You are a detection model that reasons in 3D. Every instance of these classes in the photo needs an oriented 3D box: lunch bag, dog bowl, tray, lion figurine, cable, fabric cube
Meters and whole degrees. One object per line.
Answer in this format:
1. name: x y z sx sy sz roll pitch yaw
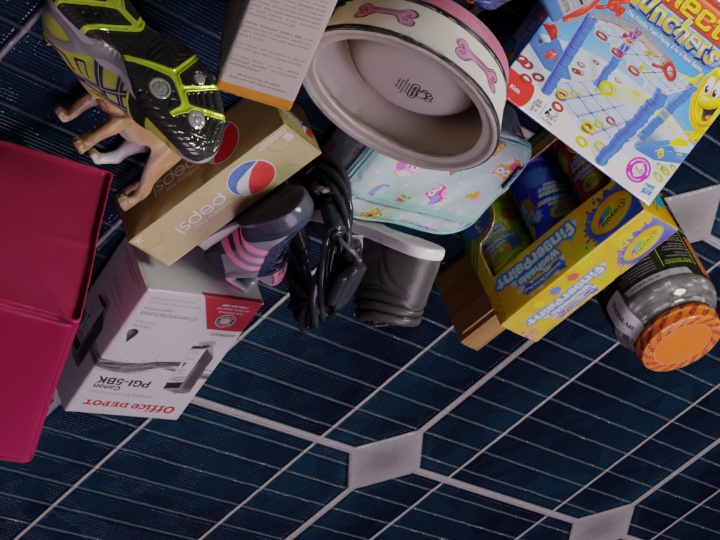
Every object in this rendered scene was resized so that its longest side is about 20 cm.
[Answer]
1. lunch bag: 0.066 -0.110 1.832 0.199 0.077 0.160 12 131 -38
2. dog bowl: 0.046 -0.180 1.640 0.199 0.074 0.200 21 154 11
3. tray: 0.176 -0.011 2.000 0.200 0.099 0.037 -40 140 22
4. lion figurine: -0.202 -0.137 1.674 0.122 0.073 0.200 -31 158 -2
5. cable: -0.052 -0.030 1.800 0.051 0.164 0.200 -12 154 -22
6. fabric cube: -0.349 0.019 1.624 0.195 0.200 0.200 17 133 -11

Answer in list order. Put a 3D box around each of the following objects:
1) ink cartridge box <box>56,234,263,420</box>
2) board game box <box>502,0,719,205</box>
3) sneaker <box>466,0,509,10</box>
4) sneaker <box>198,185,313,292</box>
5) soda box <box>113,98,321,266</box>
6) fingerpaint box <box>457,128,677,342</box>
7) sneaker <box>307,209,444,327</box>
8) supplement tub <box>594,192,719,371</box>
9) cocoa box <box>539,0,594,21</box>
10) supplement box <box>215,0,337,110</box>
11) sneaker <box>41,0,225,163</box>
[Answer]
1. ink cartridge box: -0.216 0.062 1.894 0.146 0.083 0.200 8 134 -37
2. board game box: 0.252 -0.199 1.714 0.200 0.056 0.196 34 98 -17
3. sneaker: 0.103 -0.270 1.656 0.199 0.076 0.079 -7 145 -19
4. sneaker: -0.087 -0.028 1.779 0.070 0.082 0.200 -41 -168 -26
5. soda box: -0.140 -0.092 1.755 0.200 0.064 0.068 -36 142 16
6. fingerpaint box: 0.208 -0.053 1.907 0.200 0.167 0.073 -40 141 23
7. sneaker: 0.000 0.000 1.828 0.071 0.200 0.100 7 101 -41
8. supplement tub: 0.316 0.006 2.011 0.122 0.200 0.123 -14 143 -11
9. cocoa box: 0.162 -0.335 1.493 0.131 0.200 0.133 -27 145 7
10. supplement box: -0.056 -0.254 1.529 0.073 0.126 0.200 16 134 -12
11. sneaker: -0.193 -0.167 1.551 0.075 0.200 0.076 -37 173 -37
